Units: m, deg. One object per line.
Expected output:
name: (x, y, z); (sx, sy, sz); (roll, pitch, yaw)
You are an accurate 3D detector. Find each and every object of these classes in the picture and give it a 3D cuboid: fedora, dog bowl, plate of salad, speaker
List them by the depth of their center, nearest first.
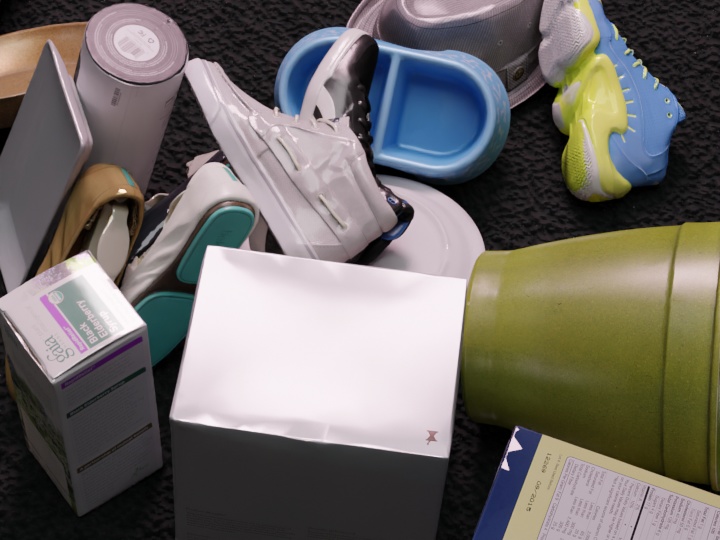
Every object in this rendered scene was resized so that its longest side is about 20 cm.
speaker: (-0.191, -0.113, 1.583); (0.081, 0.200, 0.082); (9, 55, -13)
plate of salad: (0.000, 0.000, 1.613); (0.199, 0.048, 0.201); (-2, 46, 2)
dog bowl: (0.023, -0.135, 1.669); (0.199, 0.050, 0.112); (13, 95, 6)
fedora: (0.084, -0.221, 1.740); (0.199, 0.090, 0.177); (-26, 61, -19)

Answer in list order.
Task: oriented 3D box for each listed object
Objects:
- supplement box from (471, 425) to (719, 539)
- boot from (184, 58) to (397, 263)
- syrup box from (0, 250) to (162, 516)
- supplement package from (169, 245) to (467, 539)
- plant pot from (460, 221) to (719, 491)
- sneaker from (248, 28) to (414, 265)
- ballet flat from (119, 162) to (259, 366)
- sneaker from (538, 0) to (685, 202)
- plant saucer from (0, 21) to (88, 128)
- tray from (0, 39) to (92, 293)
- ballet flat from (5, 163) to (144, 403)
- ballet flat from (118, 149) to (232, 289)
supplement box: (0.168, 0.237, 1.369); (0.199, 0.200, 0.135); (19, 57, 10)
boot: (-0.051, -0.093, 1.535); (0.095, 0.074, 0.200); (-31, 76, -3)
syrup box: (-0.197, 0.084, 1.452); (0.081, 0.200, 0.079); (-30, 62, -21)
supplement package: (-0.030, 0.106, 1.447); (0.190, 0.200, 0.148); (8, 56, 2)
plant pot: (0.178, 0.056, 1.514); (0.192, 0.201, 0.201); (3, 55, 14)
sneaker: (0.002, -0.084, 1.590); (0.111, 0.073, 0.201); (19, 77, 17)
ballet flat: (-0.141, -0.003, 1.537); (0.069, 0.200, 0.070); (26, 33, -19)
sneaker: (0.211, -0.156, 1.701); (0.105, 0.076, 0.201); (-2, 83, -21)
plant saucer: (-0.277, -0.155, 1.664); (0.199, 0.036, 0.200); (-9, 23, 4)
tray: (-0.246, -0.072, 1.565); (0.022, 0.200, 0.108); (-3, 55, -30)
ballet flat: (-0.212, 0.019, 1.514); (0.068, 0.201, 0.063); (12, 12, -35)
ballet flat: (-0.132, -0.055, 1.631); (0.200, 0.073, 0.073); (-42, 67, -19)
